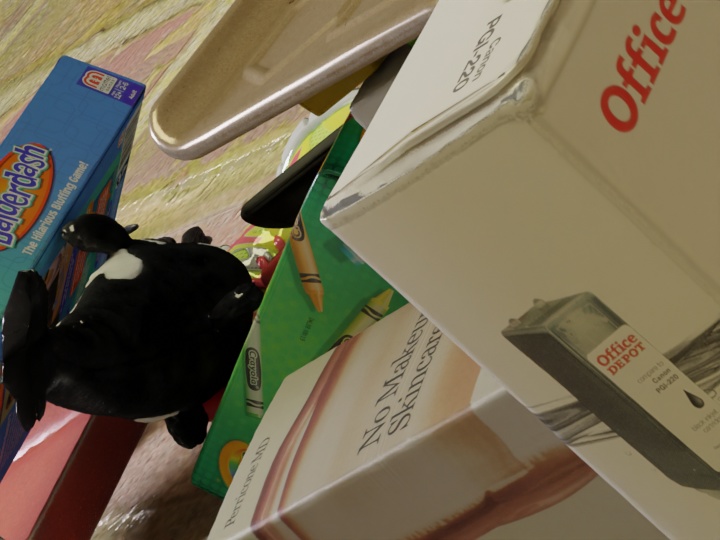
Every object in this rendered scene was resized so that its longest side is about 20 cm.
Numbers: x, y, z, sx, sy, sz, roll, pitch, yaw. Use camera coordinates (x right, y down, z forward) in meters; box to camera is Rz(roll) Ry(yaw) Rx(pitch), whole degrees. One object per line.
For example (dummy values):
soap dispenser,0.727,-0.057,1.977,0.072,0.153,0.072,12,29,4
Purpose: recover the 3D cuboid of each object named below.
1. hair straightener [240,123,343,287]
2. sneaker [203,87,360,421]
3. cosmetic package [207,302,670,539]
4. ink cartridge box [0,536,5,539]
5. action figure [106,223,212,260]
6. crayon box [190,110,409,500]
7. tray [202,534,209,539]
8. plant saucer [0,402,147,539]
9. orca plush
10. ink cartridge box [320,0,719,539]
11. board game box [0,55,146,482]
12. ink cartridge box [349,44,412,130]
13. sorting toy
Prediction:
hair straightener,0.011,-0.077,1.134,0.200,0.041,0.077,-48,50,36
sneaker,-0.026,0.001,1.232,0.200,0.078,0.090,-51,14,27
cosmetic package,0.052,0.054,0.888,0.200,0.087,0.103,-33,22,38
ink cartridge box,-0.165,0.195,0.991,0.145,0.083,0.200,-44,23,2
action figure,-0.142,0.032,1.399,0.200,0.102,0.119,-5,28,27
crayon box,0.000,0.000,1.057,0.200,0.058,0.119,115,-179,-46
tray,-0.091,0.187,1.044,0.107,0.022,0.200,-42,18,18
plant saucer,-0.170,0.117,1.212,0.200,0.037,0.200,-36,19,33
orca plush,-0.078,0.011,1.066,0.071,0.105,0.200,-26,-15,19
ink cartridge box,0.104,-0.011,0.713,0.085,0.200,0.146,-30,23,43
board game box,-0.157,0.023,1.142,0.200,0.045,0.152,-66,-5,-51
ink cartridge box,0.117,-0.069,0.909,0.200,0.145,0.083,-30,23,44
sorting toy,0.029,-0.120,0.940,0.200,0.036,0.185,-17,32,52
